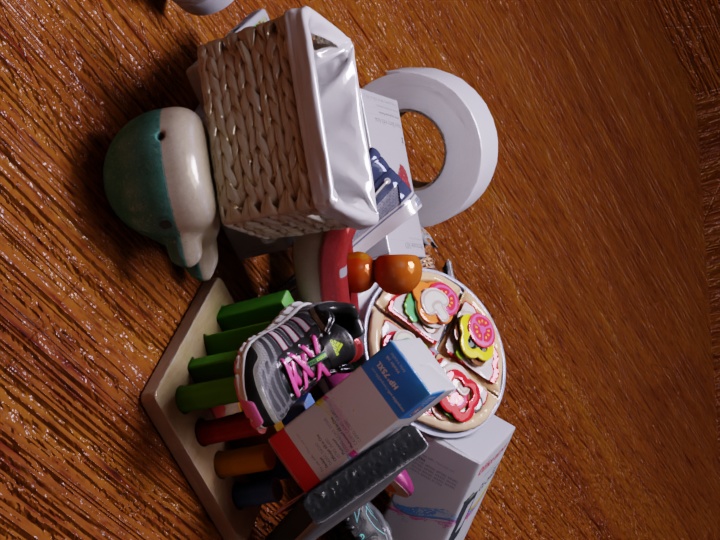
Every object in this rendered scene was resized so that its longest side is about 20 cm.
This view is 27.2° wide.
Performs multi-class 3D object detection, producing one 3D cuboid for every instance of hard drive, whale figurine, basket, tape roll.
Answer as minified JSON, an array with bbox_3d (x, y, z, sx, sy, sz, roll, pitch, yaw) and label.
[{"bbox_3d":[-0.019,0.225,1.483,0.139,0.200,0.033,-32,79,-24],"label":"hard drive"},{"bbox_3d":[-0.189,-0.068,1.446,0.200,0.103,0.160,82,-1,-58],"label":"whale figurine"},{"bbox_3d":[-0.071,-0.135,1.448,0.136,0.123,0.201,19,62,-69],"label":"basket"},{"bbox_3d":[0.071,-0.158,1.902,0.071,0.202,0.203,-27,102,-64],"label":"tape roll"}]

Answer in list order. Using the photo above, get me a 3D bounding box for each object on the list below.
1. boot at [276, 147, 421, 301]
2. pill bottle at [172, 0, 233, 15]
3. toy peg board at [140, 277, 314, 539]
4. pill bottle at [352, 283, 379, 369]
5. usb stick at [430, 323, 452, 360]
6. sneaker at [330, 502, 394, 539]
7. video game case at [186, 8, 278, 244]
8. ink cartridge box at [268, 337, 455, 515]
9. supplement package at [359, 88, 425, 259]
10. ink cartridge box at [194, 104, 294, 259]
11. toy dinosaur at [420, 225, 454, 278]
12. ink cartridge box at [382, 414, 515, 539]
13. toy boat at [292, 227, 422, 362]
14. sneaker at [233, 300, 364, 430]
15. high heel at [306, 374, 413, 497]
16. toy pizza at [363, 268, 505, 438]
[{"bbox_3d":[-0.034,-0.047,1.679,0.090,0.200,0.073,51,-2,-5],"label":"boot"},{"bbox_3d":[-0.202,-0.349,1.507,0.200,0.114,0.115,38,45,-54],"label":"pill bottle"},{"bbox_3d":[-0.104,0.134,1.500,0.200,0.098,0.200,64,28,-27],"label":"toy peg board"},{"bbox_3d":[0.010,0.103,1.746,0.200,0.113,0.113,65,27,-24],"label":"pill bottle"},{"bbox_3d":[0.073,0.126,1.707,0.200,0.033,0.056,-52,125,-37],"label":"usb stick"},{"bbox_3d":[-0.021,0.267,1.668,0.079,0.075,0.201,2,69,-51],"label":"sneaker"},{"bbox_3d":[-0.103,-0.155,1.574,0.200,0.022,0.182,67,28,-20],"label":"video game case"},{"bbox_3d":[-0.012,0.153,1.465,0.067,0.200,0.116,53,11,11],"label":"ink cartridge box"},{"bbox_3d":[-0.011,-0.102,1.790,0.121,0.119,0.201,2,77,-67],"label":"supplement package"},{"bbox_3d":[-0.130,-0.128,1.610,0.200,0.067,0.116,64,28,-28],"label":"ink cartridge box"},{"bbox_3d":[0.057,0.048,1.847,0.102,0.135,0.201,46,38,-50],"label":"toy dinosaur"},{"bbox_3d":[0.092,0.267,1.752,0.146,0.083,0.201,-28,143,-64],"label":"ink cartridge box"},{"bbox_3d":[0.000,0.000,1.569,0.131,0.130,0.201,-84,170,-64],"label":"toy boat"},{"bbox_3d":[-0.053,0.081,1.413,0.074,0.087,0.200,69,26,-17],"label":"sneaker"},{"bbox_3d":[0.007,0.154,1.625,0.096,0.200,0.067,-39,158,-22],"label":"high heel"},{"bbox_3d":[0.091,0.090,1.687,0.200,0.032,0.201,14,64,-30],"label":"toy pizza"}]
